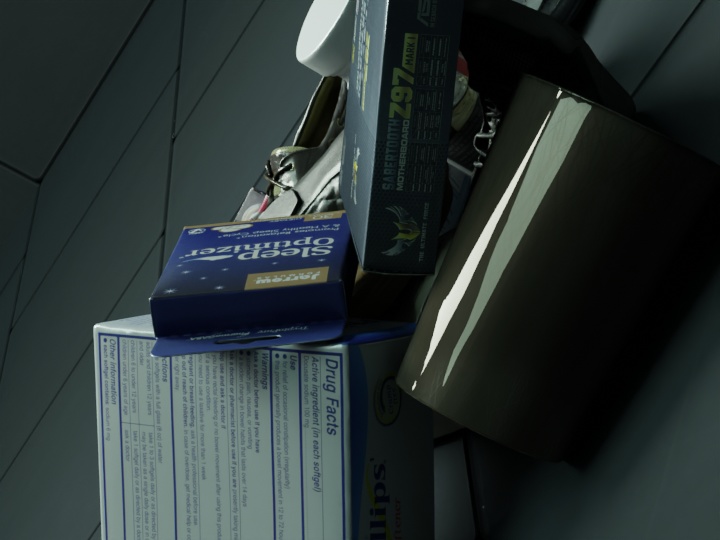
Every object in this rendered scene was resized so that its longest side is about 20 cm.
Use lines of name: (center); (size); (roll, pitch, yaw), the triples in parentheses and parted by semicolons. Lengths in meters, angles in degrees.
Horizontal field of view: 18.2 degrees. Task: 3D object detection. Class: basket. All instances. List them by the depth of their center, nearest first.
basket: (0.112, 0.001, 1.341); (0.201, 0.136, 0.180); (-64, 9, 5)

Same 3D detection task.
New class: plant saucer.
plant saucer: (0.000, 0.000, 1.541); (0.200, 0.029, 0.200); (-49, 12, 15)

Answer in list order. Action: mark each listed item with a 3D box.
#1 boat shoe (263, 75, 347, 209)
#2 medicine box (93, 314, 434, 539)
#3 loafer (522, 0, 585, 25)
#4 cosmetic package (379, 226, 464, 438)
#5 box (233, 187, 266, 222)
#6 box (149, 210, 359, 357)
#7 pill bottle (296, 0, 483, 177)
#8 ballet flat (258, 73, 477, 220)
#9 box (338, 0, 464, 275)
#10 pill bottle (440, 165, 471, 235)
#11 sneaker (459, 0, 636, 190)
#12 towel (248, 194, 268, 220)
boat shoe: (-0.041, -0.068, 1.646); (0.073, 0.065, 0.200); (-16, 41, 54)
medicine box: (-0.061, 0.123, 1.426); (0.199, 0.103, 0.183); (3, 98, 32)
loafer: (0.151, -0.257, 1.739); (0.068, 0.070, 0.201); (-34, 32, 58)
cosmetic package: (0.042, 0.052, 1.534); (0.104, 0.087, 0.200); (-64, 15, -22)
box: (-0.085, 0.021, 1.889); (0.162, 0.049, 0.200); (-60, -13, 3)
box: (-0.064, 0.005, 1.422); (0.200, 0.121, 0.033); (-81, -15, -72)
pill bottle: (0.063, -0.141, 1.587); (0.116, 0.200, 0.116); (-53, 19, 27)
ballet flat: (0.006, -0.065, 1.536); (0.200, 0.057, 0.067); (-40, 36, 22)
box: (0.024, -0.116, 1.382); (0.158, 0.051, 0.201); (-107, 21, -68)
pill bottle: (0.036, -0.082, 1.736); (0.109, 0.109, 0.200); (-37, 29, 55)
sneaker: (0.103, -0.101, 1.447); (0.076, 0.199, 0.115); (19, 78, 35)
towel: (-0.091, 0.013, 1.729); (0.200, 0.030, 0.147); (-50, -19, -29)
